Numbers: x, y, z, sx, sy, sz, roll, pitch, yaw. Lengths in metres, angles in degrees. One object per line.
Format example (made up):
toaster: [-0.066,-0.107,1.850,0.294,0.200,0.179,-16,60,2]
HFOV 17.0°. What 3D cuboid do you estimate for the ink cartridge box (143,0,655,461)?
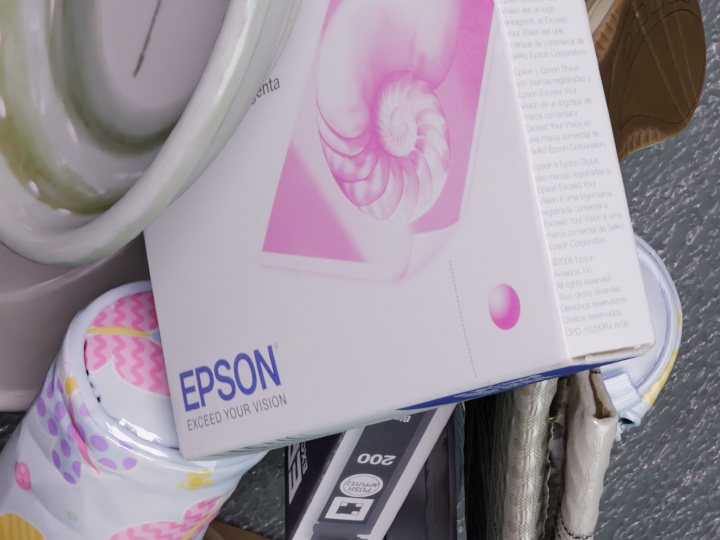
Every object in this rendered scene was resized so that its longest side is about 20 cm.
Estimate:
ink cartridge box: [-0.007,-0.053,0.739,0.043,0.201,0.196,-7,172,-38]

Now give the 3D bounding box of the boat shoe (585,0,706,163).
boat shoe: [0.084,-0.071,0.987,0.200,0.065,0.072,-48,124,-47]

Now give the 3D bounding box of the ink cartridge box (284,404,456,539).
ink cartridge box: [0.000,0.000,0.896,0.043,0.199,0.200,8,141,-12]

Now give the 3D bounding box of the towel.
towel: [0.059,0.051,0.834,0.034,0.193,0.201,1,121,-1]

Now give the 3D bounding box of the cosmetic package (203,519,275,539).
cosmetic package: [-0.058,0.184,1.140,0.105,0.071,0.200,-48,143,10]

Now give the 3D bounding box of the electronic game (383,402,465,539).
electronic game: [0.025,0.072,1.010,0.041,0.201,0.201,-3,136,-2]

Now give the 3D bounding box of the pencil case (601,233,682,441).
pencil case: [0.082,0.038,1.038,0.083,0.091,0.200,-34,173,-10]

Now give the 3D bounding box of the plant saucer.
plant saucer: [-0.063,-0.098,0.738,0.050,0.200,0.201,12,120,-34]

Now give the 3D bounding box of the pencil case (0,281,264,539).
pencil case: [-0.097,0.093,0.901,0.091,0.083,0.200,-25,156,-42]

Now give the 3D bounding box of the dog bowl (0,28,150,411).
dog bowl: [-0.108,-0.032,0.889,0.199,0.059,0.201,-24,140,-21]
